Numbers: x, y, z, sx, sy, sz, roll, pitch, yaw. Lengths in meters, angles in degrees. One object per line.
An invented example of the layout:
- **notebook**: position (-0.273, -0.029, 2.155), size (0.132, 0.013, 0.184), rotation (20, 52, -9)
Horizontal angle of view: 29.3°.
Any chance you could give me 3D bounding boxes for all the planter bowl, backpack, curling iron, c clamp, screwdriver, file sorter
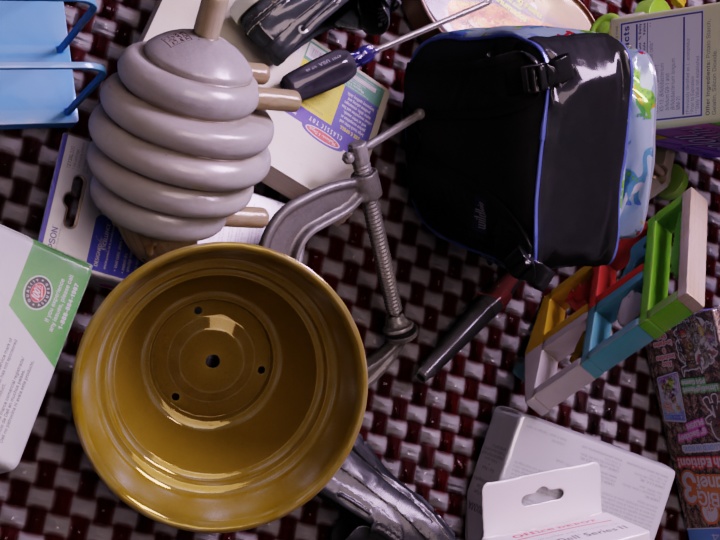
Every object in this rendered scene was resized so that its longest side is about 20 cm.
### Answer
- **planter bowl**: position (-0.099, 0.072, 0.955), size (0.198, 0.083, 0.202), rotation (-2, 102, -11)
- **backpack**: position (0.127, -0.096, 1.058), size (0.146, 0.200, 0.185), rotation (-6, 104, -29)
- **curling iron**: position (0.106, 0.017, 1.122), size (0.200, 0.025, 0.050), rotation (-47, 142, -24)
- **c clamp**: position (0.000, 0.000, 1.032), size (0.170, 0.027, 0.202), rotation (-25, 119, -33)
- **screwdriver**: position (0.022, -0.177, 1.071), size (0.199, 0.029, 0.028), rotation (-30, 122, -28)
- **file sorter**: position (-0.256, -0.207, 0.926), size (0.138, 0.122, 0.202), rotation (-5, 82, -28)

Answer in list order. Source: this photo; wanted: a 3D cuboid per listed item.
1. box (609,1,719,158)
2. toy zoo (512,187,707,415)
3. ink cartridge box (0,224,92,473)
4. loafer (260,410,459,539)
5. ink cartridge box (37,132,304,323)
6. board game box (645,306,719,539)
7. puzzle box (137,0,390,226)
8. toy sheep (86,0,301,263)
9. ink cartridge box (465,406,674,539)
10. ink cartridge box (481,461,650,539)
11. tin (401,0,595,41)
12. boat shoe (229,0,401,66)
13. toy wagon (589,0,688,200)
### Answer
- **box**: position (0.332, -0.155, 1.123), size (0.175, 0.199, 0.098), rotation (4, 86, -49)
- **toy zoo**: position (0.190, 0.033, 1.079), size (0.020, 0.200, 0.132), rotation (38, 39, -16)
- **ink cartridge box**: position (-0.295, 0.027, 0.878), size (0.199, 0.083, 0.148), rotation (27, 69, -22)
- **loafer**: position (0.007, 0.182, 1.019), size (0.201, 0.068, 0.070), rotation (46, 73, -9)
- **ink cartridge box**: position (-0.135, -0.024, 1.001), size (0.199, 0.037, 0.096), rotation (18, 72, -26)
- **board game box**: position (0.353, 0.126, 1.194), size (0.158, 0.097, 0.202), rotation (-8, 83, -29)
- **puzzle box**: position (-0.076, -0.135, 1.045), size (0.199, 0.025, 0.134), rotation (31, 53, -19)
- **toy sheep**: position (-0.117, -0.092, 0.926), size (0.137, 0.138, 0.202), rotation (4, 112, -27)
- **ink cartridge box**: position (0.152, 0.229, 1.107), size (0.159, 0.047, 0.202), rotation (21, 87, -23)
- **ink cartridge box**: position (0.159, 0.257, 1.049), size (0.116, 0.067, 0.202), rotation (-7, 97, -23)
- **tin**: position (0.122, -0.213, 1.177), size (0.199, 0.042, 0.113), rotation (32, 70, -19)
- **boat shoe**: position (-0.005, -0.210, 1.063), size (0.199, 0.074, 0.066), rotation (-27, 84, -36)
- **toy wagon**: position (0.246, -0.161, 1.207), size (0.155, 0.039, 0.202), rotation (34, 63, -42)
